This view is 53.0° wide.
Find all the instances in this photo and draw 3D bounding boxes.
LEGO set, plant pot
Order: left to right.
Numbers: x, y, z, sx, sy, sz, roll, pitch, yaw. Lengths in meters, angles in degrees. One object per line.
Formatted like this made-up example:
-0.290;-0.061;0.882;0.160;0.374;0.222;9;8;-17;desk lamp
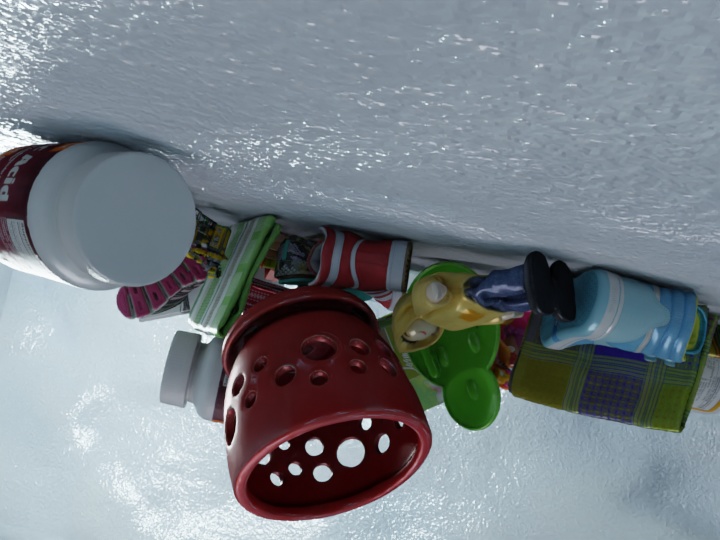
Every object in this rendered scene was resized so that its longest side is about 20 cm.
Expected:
-0.239;-0.022;0.800;0.152;0.117;0.200;16;172;5;LEGO set
-0.045;0.128;0.744;0.198;0.183;0.201;-11;140;-9;plant pot

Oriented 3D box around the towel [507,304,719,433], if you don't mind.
0.260;0.088;0.772;0.199;0.145;0.023;9;156;43;towel

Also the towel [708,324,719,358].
0.358;0.068;0.826;0.198;0.018;0.086;12;-160;14;towel

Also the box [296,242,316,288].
-0.048;0.043;1.072;0.078;0.143;0.200;12;177;4;box

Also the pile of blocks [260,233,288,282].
-0.117;-0.014;1.049;0.081;0.063;0.200;12;176;11;pile of blocks

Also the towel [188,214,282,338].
-0.152;0.009;0.867;0.031;0.150;0.200;26;171;-21;towel

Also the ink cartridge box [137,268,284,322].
-0.241;0.019;1.148;0.198;0.085;0.146;-11;179;14;ink cartridge box

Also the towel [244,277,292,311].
-0.085;0.085;0.934;0.143;0.023;0.201;16;143;-1;towel

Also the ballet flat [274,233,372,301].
-0.036;-0.006;0.876;0.071;0.073;0.200;10;176;28;ballet flat

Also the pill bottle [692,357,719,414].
0.410;0.120;0.920;0.198;0.114;0.113;13;176;-8;pill bottle

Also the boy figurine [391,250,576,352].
0.097;0.033;0.689;0.199;0.065;0.124;-19;155;41;boy figurine

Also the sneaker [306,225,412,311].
0.000;0.000;0.821;0.111;0.072;0.200;8;168;4;sneaker

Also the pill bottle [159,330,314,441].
-0.141;0.141;0.901;0.198;0.111;0.110;13;176;-6;pill bottle

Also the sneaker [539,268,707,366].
0.258;0.053;0.712;0.129;0.080;0.200;14;177;0;sneaker

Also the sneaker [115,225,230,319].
-0.258;0.002;1.040;0.074;0.199;0.087;55;168;-4;sneaker

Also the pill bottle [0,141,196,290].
-0.226;-0.046;0.582;0.199;0.115;0.114;8;174;45;pill bottle

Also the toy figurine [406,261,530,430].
0.173;0.087;0.906;0.183;0.202;0.150;-1;156;-43;toy figurine

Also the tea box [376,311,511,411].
0.107;0.115;1.081;0.195;0.135;0.200;-23;180;-8;tea box
